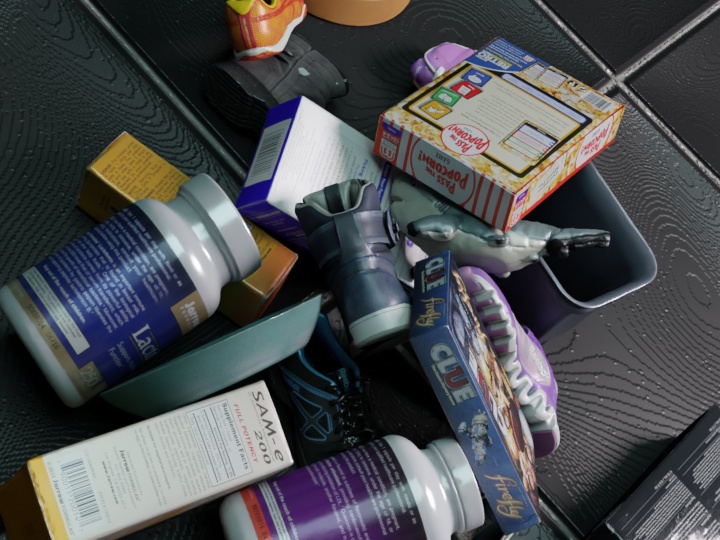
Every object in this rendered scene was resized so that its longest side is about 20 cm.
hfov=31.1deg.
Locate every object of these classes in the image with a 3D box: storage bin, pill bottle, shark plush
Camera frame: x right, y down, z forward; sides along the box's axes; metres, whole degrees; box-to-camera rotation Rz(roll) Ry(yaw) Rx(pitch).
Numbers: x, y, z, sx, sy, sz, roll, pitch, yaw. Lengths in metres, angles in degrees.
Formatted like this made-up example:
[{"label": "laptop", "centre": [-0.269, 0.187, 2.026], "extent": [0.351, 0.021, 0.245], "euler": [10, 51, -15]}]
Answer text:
[{"label": "storage bin", "centre": [0.178, -0.030, 1.280], "extent": [0.145, 0.135, 0.201], "euler": [-21, 70, -32]}, {"label": "pill bottle", "centre": [-0.187, 0.012, 1.069], "extent": [0.199, 0.116, 0.116], "euler": [-35, 76, -13]}, {"label": "shark plush", "centre": [0.121, -0.046, 1.161], "extent": [0.198, 0.091, 0.084], "euler": [1, 59, 19]}, {"label": "pill bottle", "centre": [-0.006, 0.203, 1.035], "extent": [0.198, 0.113, 0.113], "euler": [-19, 67, -10]}]

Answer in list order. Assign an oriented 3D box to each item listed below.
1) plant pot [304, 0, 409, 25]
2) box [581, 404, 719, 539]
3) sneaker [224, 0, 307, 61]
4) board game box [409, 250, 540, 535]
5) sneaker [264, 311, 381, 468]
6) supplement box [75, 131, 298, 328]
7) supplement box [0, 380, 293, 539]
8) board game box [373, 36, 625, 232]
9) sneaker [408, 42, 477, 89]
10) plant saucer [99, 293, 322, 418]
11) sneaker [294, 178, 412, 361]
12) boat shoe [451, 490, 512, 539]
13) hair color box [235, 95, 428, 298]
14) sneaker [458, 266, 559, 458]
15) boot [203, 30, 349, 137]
[{"label": "plant pot", "centre": [-0.008, -0.393, 1.424], "extent": [0.198, 0.140, 0.202], "euler": [11, 56, -16]}, {"label": "box", "centre": [0.312, 0.243, 1.203], "extent": [0.141, 0.079, 0.199], "euler": [46, 53, 12]}, {"label": "sneaker", "centre": [-0.096, -0.278, 1.317], "extent": [0.072, 0.078, 0.201], "euler": [-9, 26, 4]}, {"label": "board game box", "centre": [0.097, 0.101, 1.088], "extent": [0.136, 0.034, 0.201], "euler": [-81, 148, -63]}, {"label": "sneaker", "centre": [-0.022, 0.129, 1.125], "extent": [0.073, 0.082, 0.201], "euler": [-20, 70, -32]}, {"label": "supplement box", "centre": [-0.159, -0.037, 1.180], "extent": [0.199, 0.067, 0.069], "euler": [35, 52, -1]}, {"label": "supplement box", "centre": [-0.169, 0.160, 1.007], "extent": [0.198, 0.126, 0.074], "euler": [-16, 79, -31]}, {"label": "board game box", "centre": [0.131, -0.132, 1.203], "extent": [0.151, 0.047, 0.200], "euler": [34, 46, 22]}, {"label": "sneaker", "centre": [0.095, -0.169, 1.378], "extent": [0.113, 0.073, 0.201], "euler": [24, 43, -4]}, {"label": "plant saucer", "centre": [-0.115, 0.075, 1.057], "extent": [0.199, 0.199, 0.036], "euler": [-24, 90, -33]}, {"label": "sneaker", "centre": [0.002, -0.001, 1.138], "extent": [0.076, 0.202, 0.147], "euler": [-22, 80, -3]}, {"label": "boat shoe", "centre": [0.066, 0.245, 1.102], "extent": [0.071, 0.064, 0.200], "euler": [47, 54, 9]}, {"label": "hair color box", "centre": [-0.010, -0.063, 1.208], "extent": [0.199, 0.065, 0.110], "euler": [30, 68, -29]}, {"label": "sneaker", "centre": [0.130, 0.075, 1.200], "extent": [0.201, 0.080, 0.089], "euler": [62, 34, -24]}, {"label": "boot", "centre": [-0.050, -0.161, 1.308], "extent": [0.200, 0.070, 0.131], "euler": [49, 49, 6]}]
